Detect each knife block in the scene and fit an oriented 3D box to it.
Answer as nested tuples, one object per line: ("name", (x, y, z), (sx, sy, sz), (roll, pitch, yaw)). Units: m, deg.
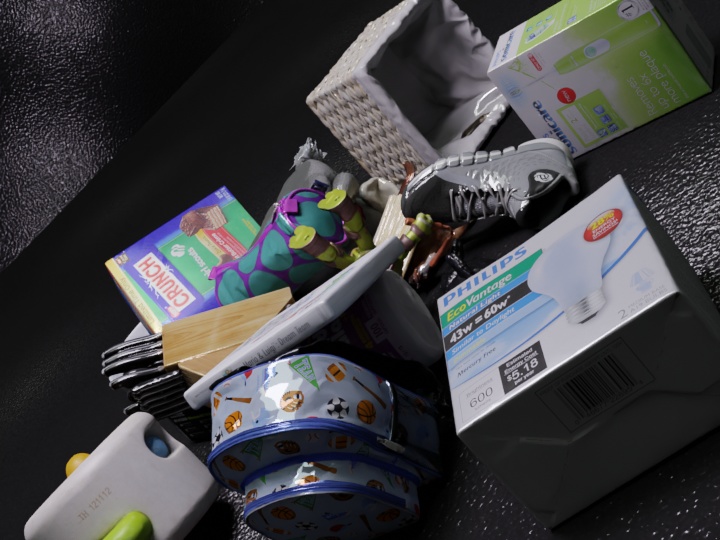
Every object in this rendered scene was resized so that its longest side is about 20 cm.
("knife block", (-0.184, 0.088, 1.319), (0.175, 0.064, 0.200), (18, 53, 32))

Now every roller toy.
("roller toy", (-0.256, 0.248, 1.235), (0.182, 0.140, 0.200), (-47, 2, -41))

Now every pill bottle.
("pill bottle", (-0.022, 0.096, 1.215), (0.200, 0.112, 0.112), (-36, 23, 15))

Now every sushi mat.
("sushi mat", (0.027, -0.004, 1.370), (0.096, 0.012, 0.201), (-5, 61, 60))

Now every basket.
("basket", (0.072, -0.238, 1.572), (0.198, 0.200, 0.161), (-54, 19, -28))

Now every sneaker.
("sneaker", (0.143, -0.079, 1.269), (0.199, 0.075, 0.116), (-19, 34, 6))

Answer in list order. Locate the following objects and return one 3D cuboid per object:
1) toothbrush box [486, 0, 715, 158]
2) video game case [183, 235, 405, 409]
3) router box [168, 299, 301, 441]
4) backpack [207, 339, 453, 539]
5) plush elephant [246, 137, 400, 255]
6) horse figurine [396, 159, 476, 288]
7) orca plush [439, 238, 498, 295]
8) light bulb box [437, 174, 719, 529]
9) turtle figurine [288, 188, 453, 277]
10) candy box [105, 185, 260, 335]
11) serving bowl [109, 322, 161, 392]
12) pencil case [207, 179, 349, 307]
("toothbrush box", (0.265, -0.228, 1.288), (0.200, 0.146, 0.086), (-24, 29, 36))
("video game case", (-0.059, 0.047, 1.120), (0.182, 0.024, 0.200), (-34, 4, 27))
("router box", (-0.134, 0.122, 1.421), (0.200, 0.062, 0.150), (-18, 31, 45))
("backpack", (-0.041, 0.157, 1.033), (0.200, 0.190, 0.154), (-30, 41, 28))
("plush elephant", (-0.032, -0.059, 1.491), (0.165, 0.155, 0.200), (-37, 28, 38))
("horse figurine", (0.082, -0.063, 1.404), (0.133, 0.050, 0.200), (-53, 29, 9))
("orca plush", (0.120, -0.003, 1.213), (0.105, 0.071, 0.200), (-40, 22, 5))
("light bulb box", (0.179, 0.059, 0.930), (0.198, 0.125, 0.200), (-36, 24, 16))
("turtle figurine", (0.000, 0.000, 1.257), (0.200, 0.161, 0.064), (-45, 31, 7))
("candy box", (-0.215, 0.007, 1.572), (0.200, 0.077, 0.169), (-35, 59, -13))
("serving bowl", (-0.264, 0.106, 1.666), (0.200, 0.066, 0.200), (-35, 22, 17))
("pencil case", (-0.095, -0.017, 1.352), (0.200, 0.092, 0.085), (-43, 21, 45))
